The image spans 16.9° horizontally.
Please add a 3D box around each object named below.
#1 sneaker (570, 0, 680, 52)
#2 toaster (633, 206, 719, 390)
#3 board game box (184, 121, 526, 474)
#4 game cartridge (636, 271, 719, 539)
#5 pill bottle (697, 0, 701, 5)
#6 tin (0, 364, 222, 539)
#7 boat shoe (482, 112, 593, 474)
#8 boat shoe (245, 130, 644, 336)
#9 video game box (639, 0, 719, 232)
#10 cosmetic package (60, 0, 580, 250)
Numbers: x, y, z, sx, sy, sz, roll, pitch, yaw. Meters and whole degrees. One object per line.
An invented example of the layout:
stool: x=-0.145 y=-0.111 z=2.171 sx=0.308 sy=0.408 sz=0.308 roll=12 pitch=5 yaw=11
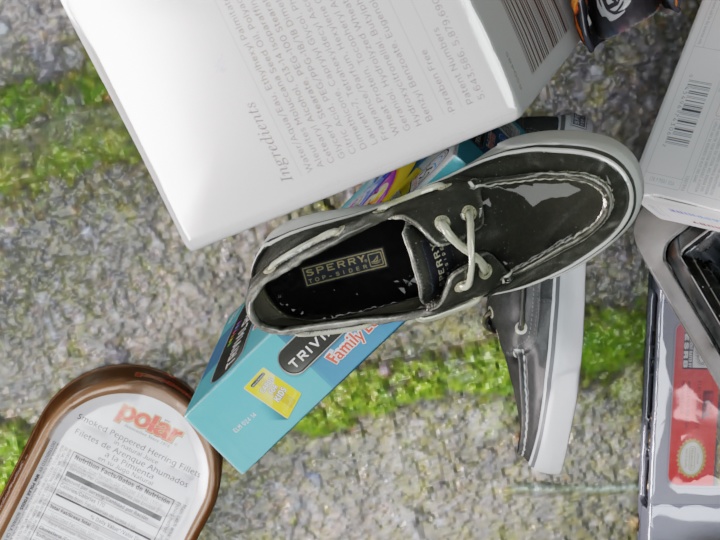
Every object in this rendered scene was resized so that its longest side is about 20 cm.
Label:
sneaker: x=0.117 y=-0.178 z=1.211 sx=0.077 sy=0.200 sz=0.113 roll=-21 pitch=70 yaw=23
toaster: x=0.261 y=-0.004 z=1.260 sx=0.180 sy=0.201 sz=0.118 roll=-37 pitch=144 yaw=16
board game box: x=0.000 y=0.000 z=1.279 sx=0.047 sy=0.151 sz=0.200 roll=44 pitch=107 yaw=-9
game cartridge: x=0.228 y=0.074 z=1.390 sx=0.132 sy=0.041 sz=0.202 roll=0 pitch=99 yaw=-8
pill bottle: x=0.288 y=-0.177 z=1.315 sx=0.199 sy=0.110 sz=0.110 roll=-38 pitch=100 yaw=2
tin: x=-0.152 y=0.151 z=1.373 sx=0.111 sy=0.042 sz=0.201 roll=26 pitch=96 yaw=-12
boat shoe: x=0.097 y=0.012 z=1.358 sx=0.056 sy=0.069 sz=0.202 roll=4 pitch=93 yaw=3
boat shoe: x=0.040 y=-0.009 z=1.158 sx=0.198 sy=0.064 sz=0.071 roll=-18 pitch=105 yaw=12
video game box: x=0.250 y=-0.105 z=1.204 sx=0.047 sy=0.181 sz=0.201 roll=32 pitch=77 yaw=-50
cosmetic package: x=-0.017 y=-0.139 z=1.236 sx=0.199 sy=0.165 sz=0.166 roll=-21 pitch=103 yaw=23
